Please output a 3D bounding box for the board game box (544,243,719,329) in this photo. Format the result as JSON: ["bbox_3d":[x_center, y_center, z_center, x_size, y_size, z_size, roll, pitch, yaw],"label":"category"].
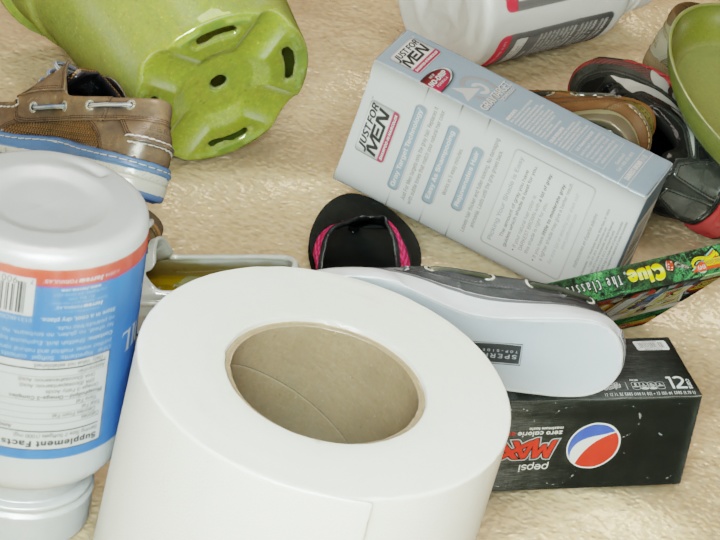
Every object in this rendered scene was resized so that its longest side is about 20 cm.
[{"bbox_3d":[0.123,0.026,1.713,0.200,0.105,0.023,-12,79,-31],"label":"board game box"}]

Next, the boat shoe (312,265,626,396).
[{"bbox_3d":[0.052,0.026,1.583,0.200,0.070,0.066,5,25,-8],"label":"boat shoe"}]

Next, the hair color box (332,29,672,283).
[{"bbox_3d":[0.092,-0.066,1.820,0.200,0.099,0.061,27,34,10],"label":"hair color box"}]

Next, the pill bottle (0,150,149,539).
[{"bbox_3d":[-0.177,0.046,1.489,0.112,0.200,0.112,7,32,-5],"label":"pill bottle"}]

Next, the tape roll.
[{"bbox_3d":[-0.033,0.110,1.475,0.202,0.139,0.203,11,33,-7],"label":"tape roll"}]

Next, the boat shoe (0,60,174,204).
[{"bbox_3d":[-0.183,-0.095,1.796,0.200,0.072,0.072,18,-2,44],"label":"boat shoe"}]

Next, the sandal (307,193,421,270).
[{"bbox_3d":[0.000,0.000,1.765,0.075,0.045,0.200,9,31,1],"label":"sandal"}]

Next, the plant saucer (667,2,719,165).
[{"bbox_3d":[0.290,-0.104,1.921,0.200,0.031,0.200,22,38,-19],"label":"plant saucer"}]

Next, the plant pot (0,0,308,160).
[{"bbox_3d":[-0.132,-0.182,1.910,0.200,0.200,0.184,-8,47,-28],"label":"plant pot"}]

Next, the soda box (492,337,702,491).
[{"bbox_3d":[0.094,0.085,1.628,0.200,0.071,0.063,-1,34,-16],"label":"soda box"}]

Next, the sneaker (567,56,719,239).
[{"bbox_3d":[0.192,-0.098,1.938,0.098,0.071,0.200,17,23,-37],"label":"sneaker"}]

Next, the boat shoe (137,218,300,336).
[{"bbox_3d":[-0.133,0.003,1.674,0.202,0.086,0.075,6,32,6],"label":"boat shoe"}]

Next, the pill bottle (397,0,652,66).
[{"bbox_3d":[0.135,-0.222,2.102,0.200,0.111,0.111,-16,40,-37],"label":"pill bottle"}]

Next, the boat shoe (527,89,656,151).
[{"bbox_3d":[0.104,-0.085,1.883,0.200,0.072,0.068,3,27,25],"label":"boat shoe"}]

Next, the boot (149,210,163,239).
[{"bbox_3d":[-0.223,-0.018,1.734,0.200,0.074,0.076,8,61,-13],"label":"boot"}]

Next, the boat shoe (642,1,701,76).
[{"bbox_3d":[0.293,-0.111,2.016,0.200,0.065,0.071,44,36,16],"label":"boat shoe"}]
